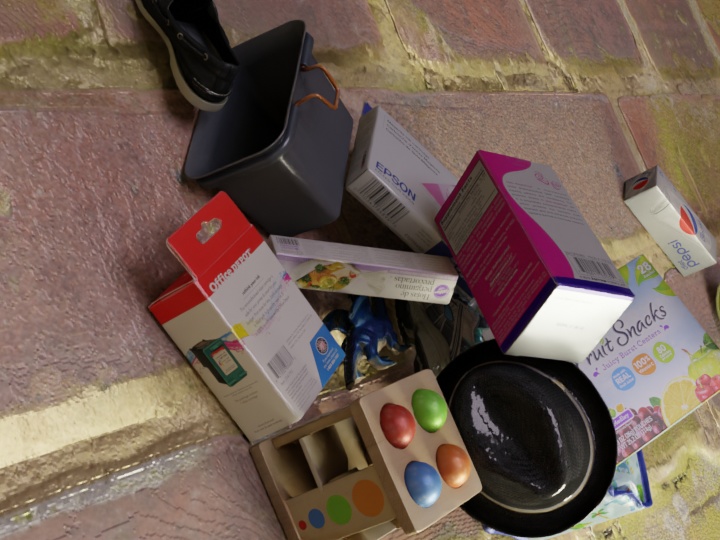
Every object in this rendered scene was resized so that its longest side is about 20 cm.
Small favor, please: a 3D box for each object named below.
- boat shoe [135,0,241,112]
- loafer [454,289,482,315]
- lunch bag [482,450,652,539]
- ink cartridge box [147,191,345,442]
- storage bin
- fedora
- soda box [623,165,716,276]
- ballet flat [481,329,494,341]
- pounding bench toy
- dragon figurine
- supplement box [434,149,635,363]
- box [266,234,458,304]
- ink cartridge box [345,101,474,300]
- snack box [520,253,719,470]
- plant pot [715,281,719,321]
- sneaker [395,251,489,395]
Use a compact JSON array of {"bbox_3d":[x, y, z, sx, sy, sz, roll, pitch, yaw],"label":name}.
[{"bbox_3d":[-0.173,-0.257,1.184,0.074,0.066,0.200,5,53,-42],"label":"boat shoe"},{"bbox_3d":[0.142,0.021,1.441,0.200,0.075,0.070,-50,135,-48],"label":"loafer"},{"bbox_3d":[0.216,0.187,1.322,0.127,0.170,0.200,29,47,-44],"label":"lunch bag"},{"bbox_3d":[-0.113,0.041,1.077,0.200,0.067,0.116,55,34,-11],"label":"ink cartridge box"},{"bbox_3d":[-0.072,-0.139,1.207,0.134,0.145,0.200,47,35,-38],"label":"storage bin"},{"bbox_3d":[0.148,0.159,1.121,0.092,0.200,0.201,36,34,-74],"label":"fedora"},{"bbox_3d":[0.540,-0.085,2.032,0.200,0.068,0.064,47,37,-23],"label":"soda box"},{"bbox_3d":[0.126,0.109,1.305,0.200,0.068,0.068,-58,140,-36],"label":"ballet flat"},{"bbox_3d":[0.033,0.173,1.099,0.200,0.156,0.125,-15,80,-56],"label":"pounding bench toy"},{"bbox_3d":[-0.005,0.060,1.213,0.100,0.059,0.200,58,29,-3],"label":"dragon figurine"},{"bbox_3d":[0.168,-0.016,1.169,0.101,0.103,0.200,9,40,-30],"label":"supplement box"},{"bbox_3d":[0.000,0.000,1.194,0.199,0.039,0.041,6,30,-20],"label":"box"},{"bbox_3d":[0.074,-0.091,1.311,0.196,0.043,0.200,40,32,-21],"label":"ink cartridge box"},{"bbox_3d":[0.270,0.100,1.233,0.200,0.068,0.169,-27,73,-28],"label":"snack box"},{"bbox_3d":[0.765,0.076,2.149,0.200,0.187,0.188,29,44,-60],"label":"plant pot"},{"bbox_3d":[0.091,0.059,1.277,0.086,0.078,0.200,-6,49,-11],"label":"sneaker"}]
